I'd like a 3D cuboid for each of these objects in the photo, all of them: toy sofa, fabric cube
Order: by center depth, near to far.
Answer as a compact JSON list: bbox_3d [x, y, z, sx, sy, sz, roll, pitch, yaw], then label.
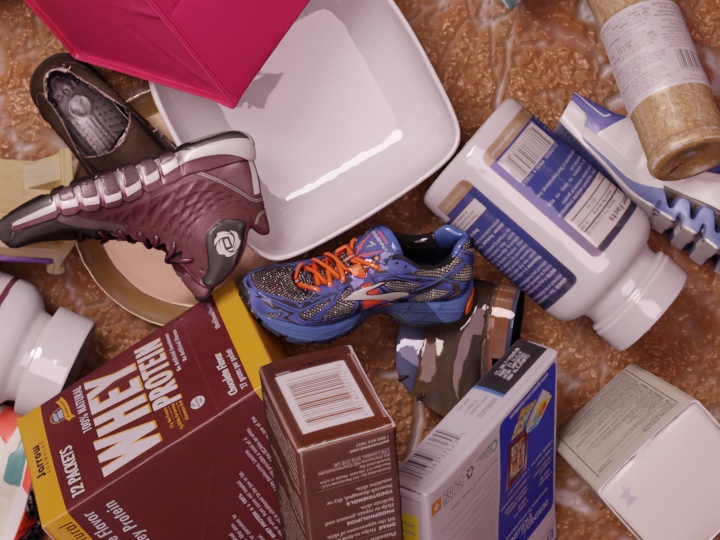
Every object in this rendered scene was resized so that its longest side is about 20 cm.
[{"bbox_3d":[-0.142,-0.266,1.119,0.200,0.196,0.200,-57,139,-16],"label":"fabric cube"},{"bbox_3d":[-0.322,-0.044,1.202,0.199,0.098,0.083,3,66,-25],"label":"toy sofa"}]

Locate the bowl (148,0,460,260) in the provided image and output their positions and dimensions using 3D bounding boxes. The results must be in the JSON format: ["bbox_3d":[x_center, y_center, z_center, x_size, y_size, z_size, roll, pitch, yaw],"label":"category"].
[{"bbox_3d":[-0.045,-0.130,1.228,0.199,0.075,0.200,-31,96,1],"label":"bowl"}]

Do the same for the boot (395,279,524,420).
[{"bbox_3d":[0.070,0.102,1.291,0.097,0.075,0.201,12,92,13],"label":"boot"}]

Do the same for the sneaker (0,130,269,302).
[{"bbox_3d":[-0.158,-0.022,1.159,0.199,0.076,0.116,-19,99,-5],"label":"sneaker"}]

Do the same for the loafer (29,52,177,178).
[{"bbox_3d":[-0.185,-0.087,1.229,0.200,0.071,0.073,42,93,-5],"label":"loafer"}]

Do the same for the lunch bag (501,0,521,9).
[{"bbox_3d":[0.114,-0.337,1.215,0.170,0.122,0.200,-36,69,5],"label":"lunch bag"}]

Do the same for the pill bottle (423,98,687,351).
[{"bbox_3d":[0.156,-0.032,1.244,0.200,0.111,0.111,41,93,0],"label":"pill bottle"}]

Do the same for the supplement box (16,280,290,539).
[{"bbox_3d":[-0.118,0.157,1.208,0.200,0.133,0.197,-33,127,1],"label":"supplement box"}]

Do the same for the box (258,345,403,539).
[{"bbox_3d":[-0.016,0.165,1.108,0.075,0.100,0.201,-13,125,-14],"label":"box"}]

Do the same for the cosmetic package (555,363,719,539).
[{"bbox_3d":[0.226,0.147,1.224,0.103,0.200,0.087,-42,95,2],"label":"cosmetic package"}]

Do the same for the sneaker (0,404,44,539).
[{"bbox_3d":[-0.311,0.202,1.289,0.093,0.070,0.200,23,96,14],"label":"sneaker"}]

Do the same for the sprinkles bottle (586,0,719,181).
[{"bbox_3d":[0.224,-0.170,1.219,0.068,0.068,0.201,-15,66,0],"label":"sprinkles bottle"}]

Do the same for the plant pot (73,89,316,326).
[{"bbox_3d":[-0.135,-0.052,1.283,0.199,0.027,0.201,0,96,-1],"label":"plant pot"}]

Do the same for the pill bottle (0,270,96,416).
[{"bbox_3d":[-0.319,0.044,1.244,0.199,0.110,0.110,23,94,-4],"label":"pill bottle"}]

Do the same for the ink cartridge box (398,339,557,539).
[{"bbox_3d":[0.092,0.187,1.218,0.047,0.198,0.201,18,129,27],"label":"ink cartridge box"}]

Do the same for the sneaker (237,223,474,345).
[{"bbox_3d":[0.000,0.000,1.205,0.199,0.075,0.079,-9,133,-26],"label":"sneaker"}]

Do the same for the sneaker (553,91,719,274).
[{"bbox_3d":[0.258,-0.092,1.272,0.199,0.081,0.115,36,79,2],"label":"sneaker"}]
